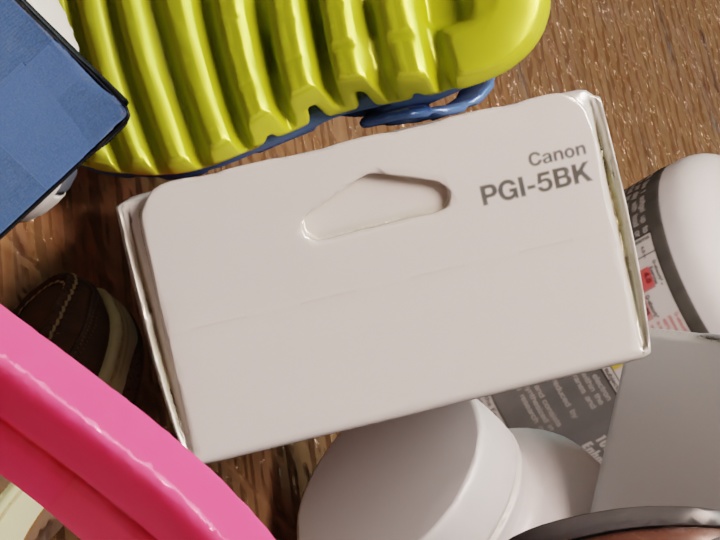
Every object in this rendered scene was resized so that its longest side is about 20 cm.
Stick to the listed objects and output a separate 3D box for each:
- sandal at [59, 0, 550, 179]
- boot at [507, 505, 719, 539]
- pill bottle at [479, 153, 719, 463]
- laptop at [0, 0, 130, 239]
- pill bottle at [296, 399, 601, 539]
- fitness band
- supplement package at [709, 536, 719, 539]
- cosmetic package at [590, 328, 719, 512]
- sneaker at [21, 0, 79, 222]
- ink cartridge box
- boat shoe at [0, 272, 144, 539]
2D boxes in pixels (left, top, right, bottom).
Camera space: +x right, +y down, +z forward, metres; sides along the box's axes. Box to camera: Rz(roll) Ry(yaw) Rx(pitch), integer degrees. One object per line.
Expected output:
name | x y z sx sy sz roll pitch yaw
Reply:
sandal | -0.026 -0.074 0.958 0.087 0.199 0.080 21 63 -77
boot | 0.065 0.189 0.847 0.068 0.188 0.201 37 31 -59
pill bottle | 0.125 0.023 1.108 0.116 0.200 0.116 41 32 -33
laptop | -0.181 -0.010 0.645 0.187 0.116 0.201 44 43 -29
pill bottle | 0.071 0.131 1.002 0.200 0.112 0.112 43 31 -32
fitness band | -0.090 0.079 0.624 0.200 0.037 0.144 38 39 -4
supplement package | 0.070 0.194 0.758 0.201 0.155 0.111 70 16 7
cosmetic package | 0.125 0.126 0.911 0.074 0.101 0.201 20 82 -38
sneaker | -0.172 -0.099 0.836 0.129 0.079 0.200 -9 72 -61
ink cartridge box | 0.000 0.000 0.869 0.200 0.146 0.083 -158 -125 -85
boat shoe | -0.122 0.052 0.783 0.075 0.075 0.203 45 30 -16
